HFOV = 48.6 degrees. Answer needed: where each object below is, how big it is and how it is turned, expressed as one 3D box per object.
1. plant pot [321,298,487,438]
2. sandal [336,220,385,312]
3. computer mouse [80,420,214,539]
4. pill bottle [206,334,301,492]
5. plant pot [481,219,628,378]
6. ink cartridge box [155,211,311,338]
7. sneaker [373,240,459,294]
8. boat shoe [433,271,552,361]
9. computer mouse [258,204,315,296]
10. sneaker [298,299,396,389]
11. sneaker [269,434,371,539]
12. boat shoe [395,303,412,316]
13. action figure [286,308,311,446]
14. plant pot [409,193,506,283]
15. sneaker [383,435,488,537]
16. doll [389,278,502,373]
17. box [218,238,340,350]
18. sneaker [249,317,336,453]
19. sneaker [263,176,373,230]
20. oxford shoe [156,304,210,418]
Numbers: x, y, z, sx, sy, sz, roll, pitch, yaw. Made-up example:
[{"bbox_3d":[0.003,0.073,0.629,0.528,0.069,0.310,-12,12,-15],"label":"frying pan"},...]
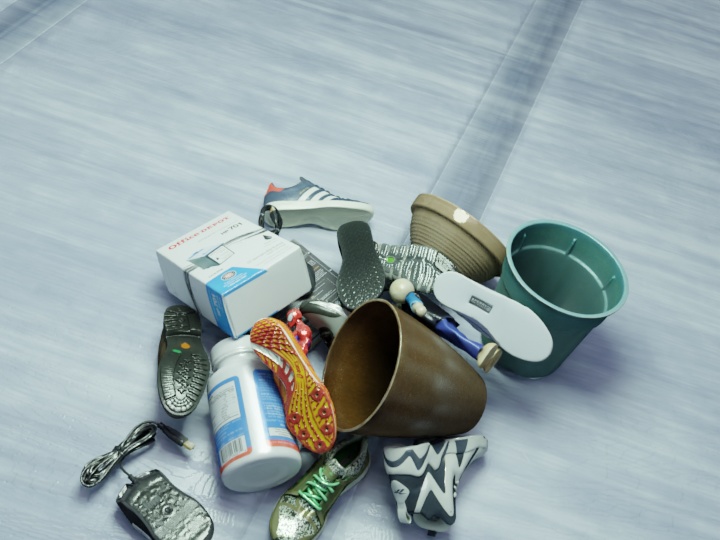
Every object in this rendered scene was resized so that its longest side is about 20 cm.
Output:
[{"bbox_3d":[0.076,0.161,1.135,0.199,0.187,0.188,23,44,-29],"label":"plant pot"},{"bbox_3d":[0.001,-0.001,1.245,0.075,0.048,0.201,-6,41,3],"label":"sandal"},{"bbox_3d":[-0.259,0.291,1.066,0.199,0.046,0.140,30,46,17],"label":"computer mouse"},{"bbox_3d":[-0.155,0.196,1.120,0.111,0.113,0.201,-5,53,-17],"label":"pill bottle"},{"bbox_3d":[0.294,0.058,1.284,0.198,0.197,0.201,9,45,-10],"label":"plant pot"},{"bbox_3d":[-0.196,0.000,1.215,0.146,0.086,0.199,-33,40,-29],"label":"ink cartridge box"},{"bbox_3d":[0.077,0.004,1.327,0.199,0.116,0.076,17,75,19],"label":"sneaker"},{"bbox_3d":[0.200,0.070,1.201,0.199,0.070,0.071,30,90,15],"label":"boat shoe"},{"bbox_3d":[-0.123,-0.039,1.308,0.058,0.034,0.201,-14,55,-22],"label":"computer mouse"},{"bbox_3d":[-0.017,0.119,1.213,0.200,0.074,0.080,42,65,-9],"label":"sneaker"},{"bbox_3d":[-0.052,0.288,1.085,0.077,0.089,0.200,33,52,13],"label":"sneaker"},{"bbox_3d":[0.106,0.134,1.269,0.072,0.060,0.202,-16,57,-25],"label":"boat shoe"},{"bbox_3d":[-0.085,0.153,1.168,0.051,0.065,0.202,-6,71,-4],"label":"action figure"},{"bbox_3d":[0.153,-0.034,1.359,0.200,0.201,0.093,35,81,15],"label":"plant pot"},{"bbox_3d":[0.114,0.304,1.131,0.198,0.079,0.131,4,81,-52],"label":"sneaker"},{"bbox_3d":[0.121,0.079,1.211,0.200,0.136,0.049,37,88,26],"label":"doll"},{"bbox_3d":[-0.120,0.057,1.284,0.158,0.049,0.200,37,53,17],"label":"box"},{"bbox_3d":[-0.082,0.152,1.094,0.073,0.077,0.201,-26,80,7],"label":"sneaker"},{"bbox_3d":[-0.075,-0.126,1.426,0.198,0.075,0.085,3,55,-12],"label":"sneaker"},{"bbox_3d":[-0.259,0.146,1.150,0.072,0.085,0.201,11,34,-17],"label":"oxford shoe"}]
